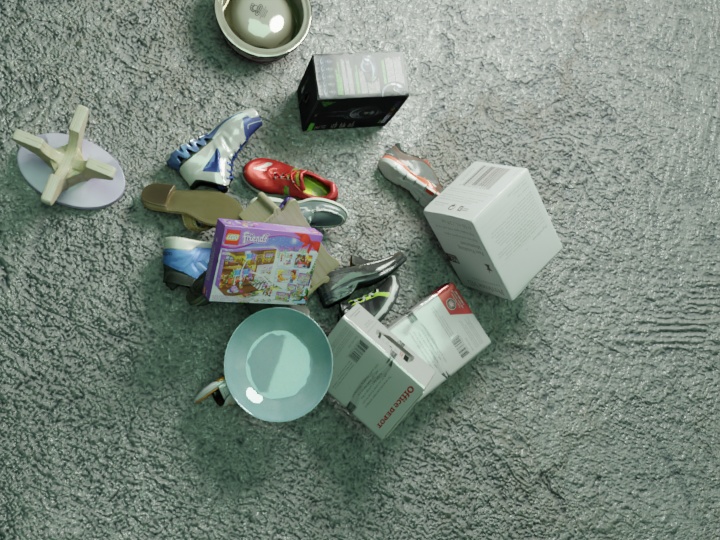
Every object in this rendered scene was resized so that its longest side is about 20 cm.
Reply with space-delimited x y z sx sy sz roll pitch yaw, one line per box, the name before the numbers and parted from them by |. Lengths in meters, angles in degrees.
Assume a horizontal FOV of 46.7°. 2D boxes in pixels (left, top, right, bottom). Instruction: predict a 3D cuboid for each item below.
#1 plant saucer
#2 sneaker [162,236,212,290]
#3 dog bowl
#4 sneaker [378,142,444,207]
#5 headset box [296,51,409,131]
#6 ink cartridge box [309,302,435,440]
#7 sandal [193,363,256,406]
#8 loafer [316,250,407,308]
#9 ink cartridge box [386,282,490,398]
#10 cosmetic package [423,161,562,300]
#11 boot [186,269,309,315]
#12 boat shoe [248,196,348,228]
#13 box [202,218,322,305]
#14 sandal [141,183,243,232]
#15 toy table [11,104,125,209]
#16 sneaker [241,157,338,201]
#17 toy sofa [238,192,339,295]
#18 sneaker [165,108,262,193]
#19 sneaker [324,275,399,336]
plant saucer | -0.147 0.170 1.508 0.196 0.039 0.206 0 82 -2
sneaker | -0.274 0.004 1.571 0.196 0.076 0.114 6 86 -22
dog bowl | -0.199 -0.511 1.679 0.195 0.074 0.205 2 81 -14
sneaker | 0.135 -0.193 1.718 0.199 0.077 0.083 36 67 -8
headset box | -0.025 -0.352 1.646 0.196 0.174 0.095 -6 81 -17
ink cartridge box | 0.018 0.186 1.542 0.199 0.083 0.148 41 116 5
sandal | -0.211 0.208 1.550 0.204 0.079 0.060 -27 85 -20
loafer | 0.000 0.000 1.649 0.197 0.073 0.073 -26 83 -19
ink cartridge box | 0.133 0.143 1.645 0.198 0.083 0.148 -34 91 -17
cosmetic package | 0.263 -0.081 1.650 0.165 0.164 0.202 -41 118 -17
boot | -0.205 0.064 1.549 0.181 0.072 0.202 -40 124 -16
boat shoe | -0.121 -0.098 1.622 0.195 0.074 0.063 4 48 -8
box | -0.171 -0.013 1.473 0.197 0.039 0.140 4 109 -35
sandal | -0.313 -0.108 1.588 0.207 0.070 0.079 14 54 9
toy table | -0.527 -0.195 1.513 0.195 0.117 0.188 9 78 -13
sneaker | -0.133 -0.180 1.634 0.196 0.085 0.079 15 76 -13
toy sofa | -0.130 -0.055 1.560 0.097 0.083 0.201 -41 128 -7
sneaker | -0.265 -0.217 1.614 0.197 0.080 0.116 -33 94 -11
sneaker | -0.002 0.080 1.621 0.082 0.072 0.201 39 81 -9
